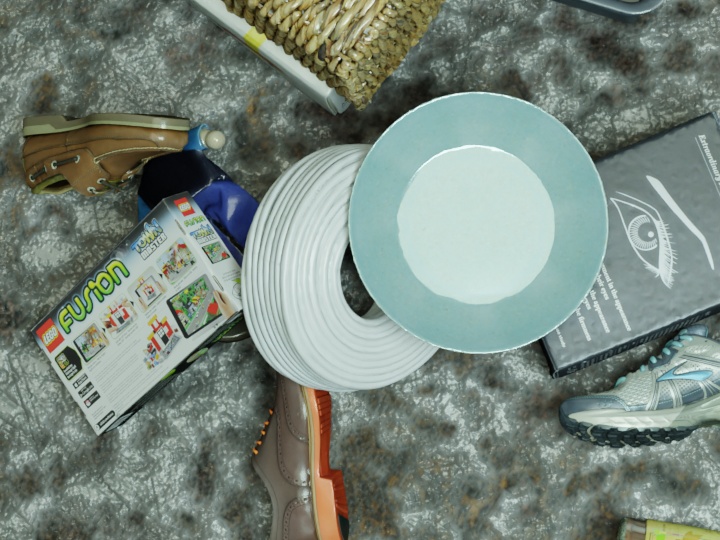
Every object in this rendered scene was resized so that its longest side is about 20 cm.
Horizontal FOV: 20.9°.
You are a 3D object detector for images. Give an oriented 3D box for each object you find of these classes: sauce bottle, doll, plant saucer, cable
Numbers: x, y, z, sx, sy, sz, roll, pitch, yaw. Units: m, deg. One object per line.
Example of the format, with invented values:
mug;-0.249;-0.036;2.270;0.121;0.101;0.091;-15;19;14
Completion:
sauce bottle;0.302;0.241;1.554;0.199;0.065;0.065;7;85;7
doll;-0.139;-0.051;1.611;0.200;0.048;0.137;44;112;29
plant saucer;0.090;-0.035;1.506;0.200;0.039;0.202;0;86;-2
cable;0.000;0.000;1.550;0.069;0.200;0.201;11;82;51

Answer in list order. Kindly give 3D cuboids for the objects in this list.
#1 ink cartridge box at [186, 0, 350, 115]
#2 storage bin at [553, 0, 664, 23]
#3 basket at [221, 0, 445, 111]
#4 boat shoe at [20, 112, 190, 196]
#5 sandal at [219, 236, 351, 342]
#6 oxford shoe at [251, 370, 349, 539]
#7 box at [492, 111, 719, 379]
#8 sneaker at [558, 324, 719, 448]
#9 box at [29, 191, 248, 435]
ink cartridge box;-0.056;-0.250;1.633;0.200;0.083;0.145;38;89;8
storage bin;0.220;-0.295;1.584;0.145;0.134;0.201;18;87;8
basket;-0.019;-0.230;1.483;0.149;0.200;0.143;39;90;6
boat shoe;-0.207;-0.093;1.605;0.200;0.072;0.068;0;87;50
sandal;-0.056;-0.017;1.623;0.200;0.055;0.082;-32;82;3
oxford shoe;-0.060;0.133;1.602;0.072;0.071;0.201;-9;83;10
box;0.220;-0.018;1.569;0.199;0.104;0.149;-21;82;3
sneaker;0.256;0.092;1.578;0.199;0.078;0.087;-7;74;-3
box;-0.178;0.037;1.589;0.200;0.035;0.110;-40;80;34
